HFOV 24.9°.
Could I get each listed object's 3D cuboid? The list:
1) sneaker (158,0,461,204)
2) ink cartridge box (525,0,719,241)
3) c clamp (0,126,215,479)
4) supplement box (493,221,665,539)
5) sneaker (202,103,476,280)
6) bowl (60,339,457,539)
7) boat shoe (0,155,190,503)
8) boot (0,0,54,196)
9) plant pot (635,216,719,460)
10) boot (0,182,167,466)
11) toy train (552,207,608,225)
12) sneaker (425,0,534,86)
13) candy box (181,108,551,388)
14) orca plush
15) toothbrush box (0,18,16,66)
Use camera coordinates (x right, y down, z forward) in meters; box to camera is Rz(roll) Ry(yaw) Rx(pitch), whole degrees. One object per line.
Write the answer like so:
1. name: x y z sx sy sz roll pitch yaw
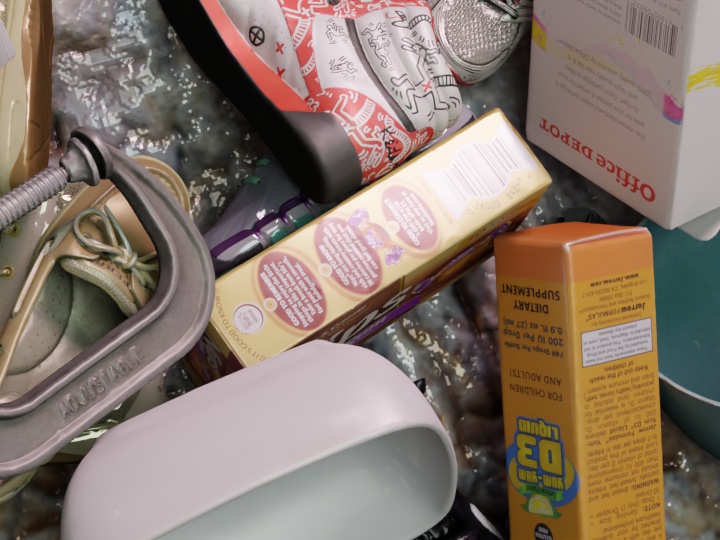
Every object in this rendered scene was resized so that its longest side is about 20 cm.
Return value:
1. sneaker: -0.030 -0.135 0.896 0.108 0.067 0.202 -29 68 -20
2. ink cartridge box: 0.183 -0.131 0.930 0.125 0.128 0.201 -23 132 -27
3. c clamp: -0.162 0.000 0.750 0.200 0.027 0.171 -31 99 -33
4. supplement box: 0.122 0.077 0.904 0.069 0.066 0.201 -12 101 -34
5. sneaker: -0.033 -0.059 0.926 0.200 0.074 0.088 -31 76 -23
6. bowl: -0.054 0.111 0.833 0.199 0.200 0.075 -23 66 -5
7. boat shoe: -0.141 0.028 0.802 0.073 0.063 0.201 42 68 -19
8. boot: -0.238 -0.120 0.838 0.155 0.073 0.201 -3 66 -2
9. plant pot: 0.258 0.048 0.969 0.200 0.200 0.135 -38 136 -18
10. boot: -0.197 0.024 0.848 0.199 0.072 0.156 -1 87 -25
11. toy train: 0.126 0.063 0.982 0.046 0.034 0.201 19 77 -53
12. sneaker: 0.097 -0.199 0.964 0.078 0.082 0.200 34 77 -15
13. candy box: 0.000 0.000 0.893 0.200 0.117 0.057 -34 80 -19
14. orca plush: 0.064 0.159 0.934 0.105 0.071 0.201 -17 93 -20
15. toothbrush box: -0.282 -0.137 0.762 0.145 0.086 0.200 -37 59 -17
